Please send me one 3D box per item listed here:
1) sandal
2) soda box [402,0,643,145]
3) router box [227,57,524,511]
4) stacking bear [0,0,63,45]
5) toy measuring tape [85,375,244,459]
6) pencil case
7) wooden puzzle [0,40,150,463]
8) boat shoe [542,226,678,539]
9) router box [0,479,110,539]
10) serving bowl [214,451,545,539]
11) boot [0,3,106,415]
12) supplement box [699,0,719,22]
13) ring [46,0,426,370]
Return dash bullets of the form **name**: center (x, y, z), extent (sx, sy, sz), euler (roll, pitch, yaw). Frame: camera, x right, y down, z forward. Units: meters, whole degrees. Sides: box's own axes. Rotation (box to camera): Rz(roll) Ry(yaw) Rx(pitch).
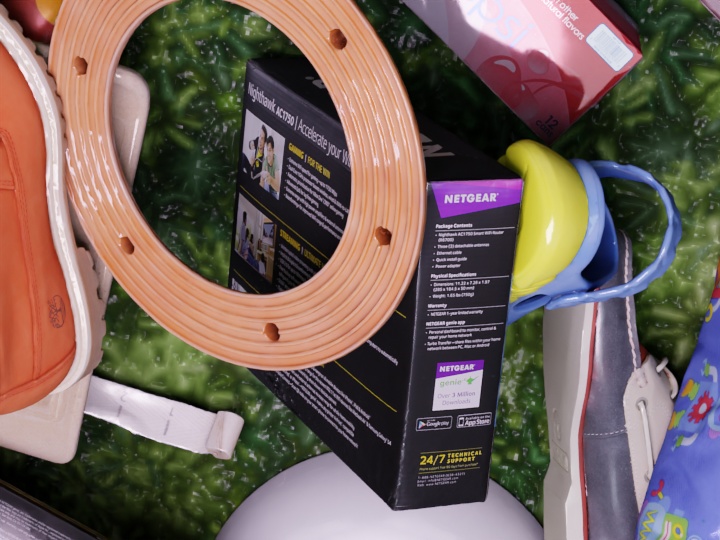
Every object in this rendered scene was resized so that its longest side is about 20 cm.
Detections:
- **sandal**: center (0.081, -0.007, 1.086), extent (0.087, 0.200, 0.080), euler (1, 83, -19)
- **soda box**: center (0.040, -0.154, 1.093), extent (0.063, 0.070, 0.200), euler (-42, 101, 16)
- **router box**: center (0.000, 0.000, 1.080), extent (0.051, 0.200, 0.150), euler (-4, 111, -25)
- **stacking bear**: center (-0.192, -0.168, 1.088), extent (0.113, 0.122, 0.200), euler (-11, 124, 46)
- **toy measuring tape**: center (-0.152, 0.043, 1.168), extent (0.199, 0.074, 0.074), euler (19, 109, 0)
- **pencil case**: center (0.181, 0.083, 1.114), extent (0.078, 0.087, 0.201), euler (22, 80, -17)
- **wooden puzzle**: center (-0.200, -0.024, 1.107), extent (0.184, 0.037, 0.201), euler (16, 110, 7)
- **boat shoe**: center (0.125, 0.072, 1.162), extent (0.062, 0.071, 0.201), euler (-3, 103, -7)
- **router box**: center (-0.170, 0.134, 1.155), extent (0.199, 0.157, 0.052), euler (30, 82, -6)
- **serving bowl**: center (0.011, 0.193, 1.212), extent (0.199, 0.066, 0.201), euler (1, 108, 4)
- **boot**: center (-0.175, -0.030, 1.021), extent (0.075, 0.107, 0.201), euler (-11, 101, 28)
- **supplement box**: center (0.233, -0.179, 1.039), extent (0.200, 0.133, 0.197), euler (43, 106, -10)
- **ring**: center (-0.053, -0.053, 1.005), extent (0.199, 0.019, 0.202), euler (15, 118, 31)
